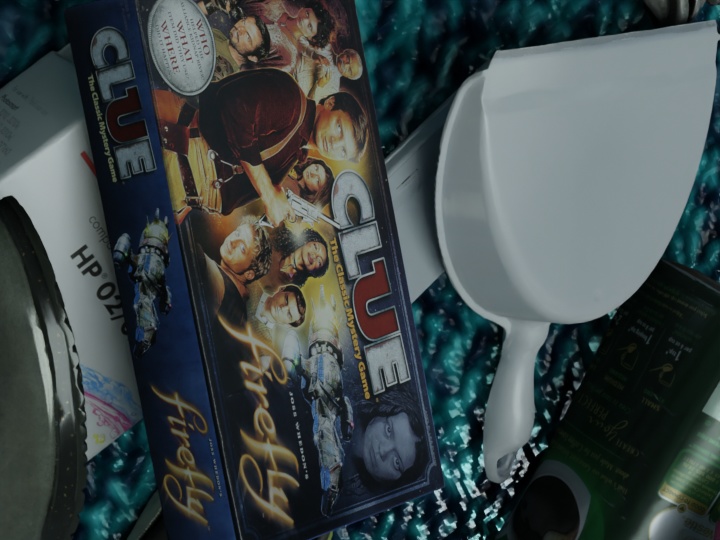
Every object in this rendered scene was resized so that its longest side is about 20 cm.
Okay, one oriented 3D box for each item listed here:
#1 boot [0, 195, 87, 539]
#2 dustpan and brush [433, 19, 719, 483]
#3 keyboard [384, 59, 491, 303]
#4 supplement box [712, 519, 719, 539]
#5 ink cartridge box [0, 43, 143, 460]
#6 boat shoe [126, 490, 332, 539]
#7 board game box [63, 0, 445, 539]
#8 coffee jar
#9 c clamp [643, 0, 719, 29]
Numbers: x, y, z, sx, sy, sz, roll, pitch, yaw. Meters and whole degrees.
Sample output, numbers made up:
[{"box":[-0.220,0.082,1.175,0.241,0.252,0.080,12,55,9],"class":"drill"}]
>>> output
[{"box":[-0.163,0.079,0.935,0.130,0.068,0.201,-6,110,-18],"class":"boot"},{"box":[0.077,-0.002,1.106,0.139,0.057,0.201,-11,111,-40],"class":"dustpan and brush"},{"box":[0.000,0.000,1.073,0.200,0.011,0.056,-44,126,-20],"class":"keyboard"},{"box":[0.210,0.181,1.099,0.200,0.110,0.086,57,40,-53],"class":"supplement box"},{"box":[-0.119,0.003,1.003,0.200,0.068,0.115,-38,121,-10],"class":"ink cartridge box"},{"box":[-0.082,0.154,1.076,0.072,0.061,0.202,32,91,-29],"class":"boat shoe"},{"box":[-0.035,-0.004,0.989,0.135,0.035,0.201,-15,94,-56],"class":"board game box"},{"box":[0.115,0.102,1.130,0.085,0.104,0.200,28,94,-28],"class":"coffee jar"},{"box":[0.185,-0.146,1.125,0.199,0.027,0.171,-6,110,-25],"class":"c clamp"}]
